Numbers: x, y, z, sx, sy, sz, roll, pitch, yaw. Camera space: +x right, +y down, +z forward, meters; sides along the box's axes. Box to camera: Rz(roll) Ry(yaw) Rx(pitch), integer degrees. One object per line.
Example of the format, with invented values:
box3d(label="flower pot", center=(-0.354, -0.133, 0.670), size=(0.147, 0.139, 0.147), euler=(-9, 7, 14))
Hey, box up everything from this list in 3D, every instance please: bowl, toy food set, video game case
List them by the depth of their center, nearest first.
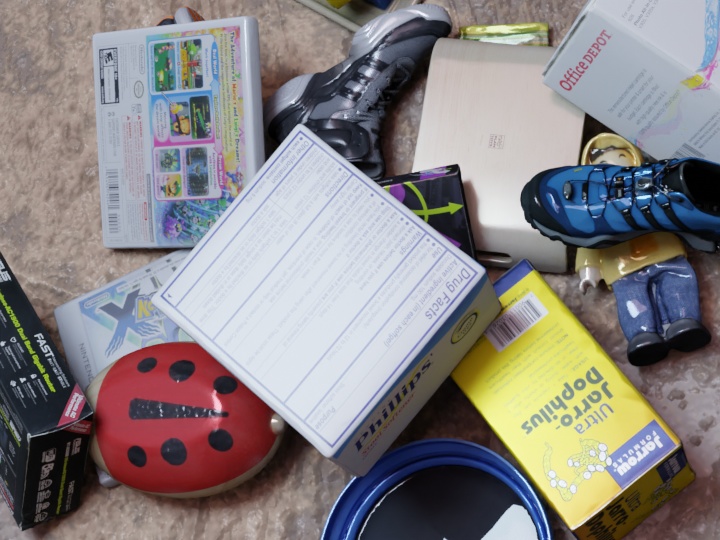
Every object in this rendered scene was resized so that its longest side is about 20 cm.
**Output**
box3d(label="bowl", center=(0.064, 0.237, 1.337), size=(0.199, 0.039, 0.202), euler=(-8, 69, 21))
box3d(label="toy food set", center=(0.124, -0.103, 1.439), size=(0.142, 0.060, 0.202), euler=(7, 81, 15))
box3d(label="video game case", center=(-0.167, 0.074, 1.494), size=(0.199, 0.022, 0.183), euler=(-24, 64, 8))
box3d(label="video game case", center=(-0.165, -0.121, 1.504), size=(0.181, 0.024, 0.202), euler=(-1, 93, 32))

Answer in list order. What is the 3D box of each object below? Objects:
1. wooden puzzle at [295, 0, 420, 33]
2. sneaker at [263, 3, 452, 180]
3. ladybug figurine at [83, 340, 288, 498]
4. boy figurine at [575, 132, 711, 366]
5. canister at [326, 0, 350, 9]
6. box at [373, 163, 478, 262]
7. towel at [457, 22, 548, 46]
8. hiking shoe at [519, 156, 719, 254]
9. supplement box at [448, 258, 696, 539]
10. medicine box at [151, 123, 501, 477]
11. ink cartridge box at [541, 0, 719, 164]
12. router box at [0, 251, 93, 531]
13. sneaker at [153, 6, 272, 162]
box3d(label="wooden puzzle", center=(0.004, -0.334, 1.583), size=(0.185, 0.046, 0.201), euler=(32, 82, 26))
box3d(label="sneaker", center=(0.013, -0.148, 1.495), size=(0.199, 0.075, 0.114), euler=(-32, 64, 11))
box3d(label="ladybug figurine", center=(-0.158, 0.124, 1.414), size=(0.198, 0.072, 0.137), euler=(-3, 75, 20))
box3d(label="boy figurine", center=(0.235, -0.026, 1.378), size=(0.124, 0.064, 0.201), euler=(-17, 67, 15))
box3d(label="canister", center=(0.022, -0.351, 1.513), size=(0.199, 0.087, 0.149), euler=(-33, 66, 10))
box3d(label="box", center=(0.000, 0.000, 1.404), size=(0.198, 0.036, 0.144), euler=(-11, 105, 9))
box3d(label="towel", center=(0.125, -0.129, 1.480), size=(0.085, 0.018, 0.202), euler=(-4, 69, 18))
box3d(label="hiking shoe", center=(0.227, -0.064, 1.310), size=(0.198, 0.087, 0.075), euler=(2, 62, -7))
box3d(label="supplement box", center=(0.159, 0.110, 1.323), size=(0.109, 0.109, 0.200), euler=(-39, 63, 1))
box3d(label="medicine box", center=(-0.024, 0.025, 1.288), size=(0.200, 0.103, 0.182), euler=(39, 86, 19))
box3d(label="ink cartridge box", center=(0.261, -0.156, 1.329), size=(0.199, 0.145, 0.088), euler=(32, 70, 0))
box3d(label="router box", center=(-0.308, 0.104, 1.456), size=(0.062, 0.150, 0.200), euler=(-18, 59, -29))
box3d(label="sneaker", center=(-0.160, -0.141, 1.556), size=(0.112, 0.077, 0.201), euler=(-35, 62, 15))
